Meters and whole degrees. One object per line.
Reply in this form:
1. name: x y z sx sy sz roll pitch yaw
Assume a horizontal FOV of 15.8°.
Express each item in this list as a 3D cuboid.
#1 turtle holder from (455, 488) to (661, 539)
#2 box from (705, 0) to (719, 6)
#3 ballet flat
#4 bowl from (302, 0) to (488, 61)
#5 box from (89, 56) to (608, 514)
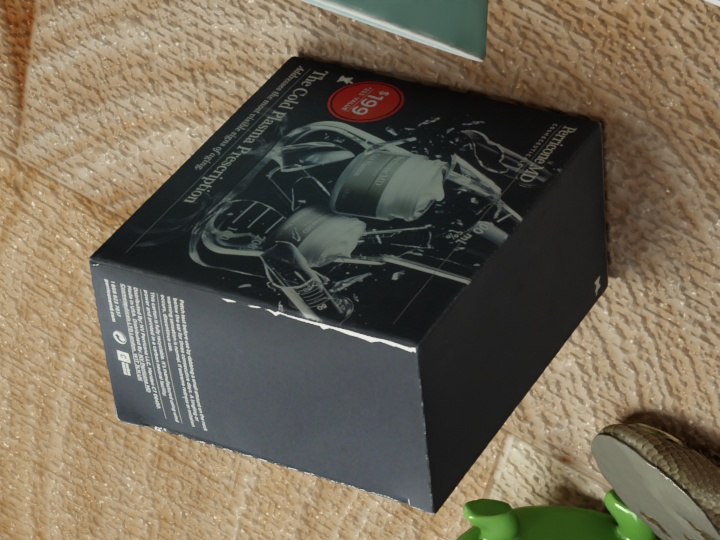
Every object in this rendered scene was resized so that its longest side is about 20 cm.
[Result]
1. turtle holder: 0.122 0.202 1.416 0.141 0.185 0.132 54 147 35
2. box: 0.208 -0.151 1.072 0.200 0.060 0.117 28 138 33
3. ballet flat: 0.210 0.138 1.358 0.200 0.046 0.067 34 157 15
4. bowl: -0.022 -0.176 1.175 0.200 0.201 0.105 21 95 21
5. box: 0.000 0.000 1.274 0.181 0.200 0.104 15 131 25
